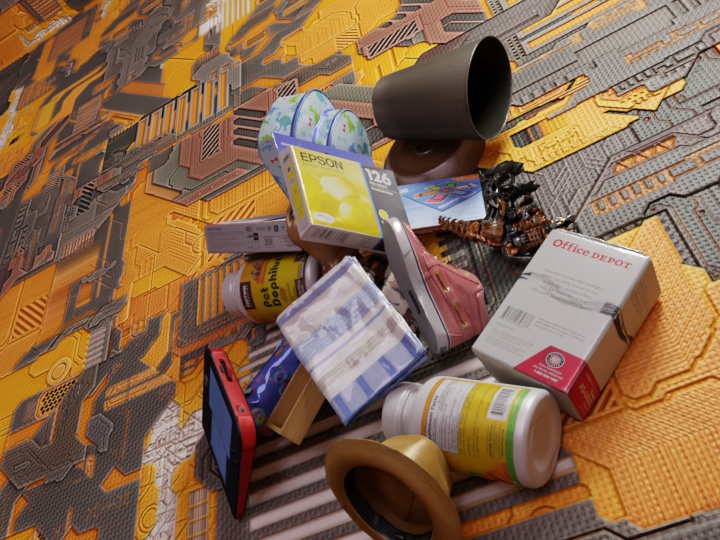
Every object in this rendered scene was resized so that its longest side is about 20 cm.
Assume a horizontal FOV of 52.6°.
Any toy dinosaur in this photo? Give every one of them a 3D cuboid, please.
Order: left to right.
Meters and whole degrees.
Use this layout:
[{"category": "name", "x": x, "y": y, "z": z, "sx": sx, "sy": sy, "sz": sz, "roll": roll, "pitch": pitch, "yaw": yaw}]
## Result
[{"category": "toy dinosaur", "x": 0.000, "y": 0.000, "z": 1.149, "sx": 0.088, "sy": 0.048, "sz": 0.201, "roll": 10, "pitch": 59, "yaw": -4}, {"category": "toy dinosaur", "x": 0.210, "y": -0.079, "z": 1.062, "sx": 0.199, "sy": 0.102, "sz": 0.137, "roll": 7, "pitch": 77, "yaw": 10}]

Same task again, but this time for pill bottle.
[{"category": "pill bottle", "x": -0.129, "y": 0.028, "z": 1.202, "sx": 0.199, "sy": 0.109, "sz": 0.110, "roll": -9, "pitch": 51, "yaw": 30}, {"category": "pill bottle", "x": 0.129, "y": 0.188, "z": 0.881, "sx": 0.199, "sy": 0.111, "sz": 0.112, "roll": 2, "pitch": 57, "yaw": 37}]

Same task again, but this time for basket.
[{"category": "basket", "x": 0.130, "y": -0.288, "z": 1.214, "sx": 0.199, "sy": 0.136, "sz": 0.181, "roll": -1, "pitch": 60, "yaw": 40}]

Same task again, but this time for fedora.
[{"category": "fedora", "x": 0.050, "y": 0.249, "z": 0.848, "sx": 0.200, "sy": 0.201, "sz": 0.082, "roll": 6, "pitch": 37, "yaw": 39}]

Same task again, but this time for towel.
[{"category": "towel", "x": -0.017, "y": 0.086, "z": 0.967, "sx": 0.147, "sy": 0.024, "sz": 0.200, "roll": -40, "pitch": 54, "yaw": 2}]

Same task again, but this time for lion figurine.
[{"category": "lion figurine", "x": -0.054, "y": -0.039, "z": 1.085, "sx": 0.123, "sy": 0.200, "sz": 0.073, "roll": -56, "pitch": 2, "yaw": -36}]

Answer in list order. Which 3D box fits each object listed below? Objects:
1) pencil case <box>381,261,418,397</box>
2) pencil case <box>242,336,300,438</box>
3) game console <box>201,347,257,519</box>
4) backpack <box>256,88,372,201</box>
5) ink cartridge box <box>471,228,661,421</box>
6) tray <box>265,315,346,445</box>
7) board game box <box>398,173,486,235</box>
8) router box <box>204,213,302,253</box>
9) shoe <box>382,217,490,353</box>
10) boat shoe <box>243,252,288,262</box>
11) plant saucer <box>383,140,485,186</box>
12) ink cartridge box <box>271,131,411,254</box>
[{"category": "pencil case", "x": 0.039, "y": 0.078, "z": 1.059, "sx": 0.089, "sy": 0.078, "sz": 0.201, "roll": 21, "pitch": 67, "yaw": 14}, {"category": "pencil case", "x": -0.115, "y": 0.157, "z": 1.103, "sx": 0.200, "sy": 0.087, "sz": 0.078, "roll": -53, "pitch": 26, "yaw": -14}, {"category": "game console", "x": -0.199, "y": 0.230, "z": 1.061, "sx": 0.200, "sy": 0.031, "sz": 0.178, "roll": 54, "pitch": 138, "yaw": 48}, {"category": "backpack", "x": -0.075, "y": -0.216, "z": 1.300, "sx": 0.146, "sy": 0.200, "sz": 0.184, "roll": -6, "pitch": 52, "yaw": 32}, {"category": "ink cartridge box", "x": 0.259, "y": 0.062, "z": 0.912, "sx": 0.145, "sy": 0.083, "sz": 0.200, "roll": 24, "pitch": 71, "yaw": 45}, {"category": "tray", "x": -0.060, "y": 0.142, "z": 1.028, "sx": 0.201, "sy": 0.037, "sz": 0.099, "roll": -60, "pitch": 13, "yaw": -13}, {"category": "board game box", "x": 0.097, "y": -0.100, "z": 1.169, "sx": 0.199, "sy": 0.019, "sz": 0.103, "roll": -8, "pitch": 50, "yaw": 8}, {"category": "router box", "x": -0.130, "y": -0.067, "z": 1.236, "sx": 0.199, "sy": 0.179, "sz": 0.049, "roll": -1, "pitch": 99, "yaw": 31}, {"category": "shoe", "x": 0.106, "y": 0.010, "z": 1.017, "sx": 0.091, "sy": 0.072, "sz": 0.201, "roll": -19, "pitch": 77, "yaw": -16}, {"category": "boat shoe", "x": -0.118, "y": -0.017, "z": 1.284, "sx": 0.199, "sy": 0.073, "sz": 0.062, "roll": -2, "pitch": 98, "yaw": 27}, {"category": "plant saucer", "x": 0.120, "y": -0.209, "z": 1.275, "sx": 0.199, "sy": 0.037, "sz": 0.201, "roll": -20, "pitch": 45, "yaw": 22}, {"category": "ink cartridge box", "x": -0.023, "y": -0.122, "z": 1.087, "sx": 0.047, "sy": 0.197, "sz": 0.201, "roll": -41, "pitch": 53, "yaw": 41}]
